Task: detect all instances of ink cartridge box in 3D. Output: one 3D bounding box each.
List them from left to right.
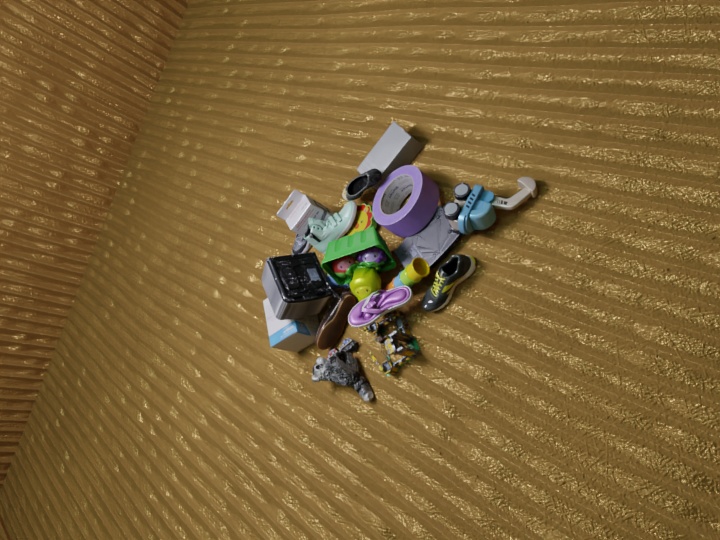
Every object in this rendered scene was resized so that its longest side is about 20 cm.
[{"bbox_3d":[-0.231,0.151,1.854,0.125,0.128,0.202,-31,58,27],"label":"ink cartridge box"},{"bbox_3d":[-0.167,-0.170,1.850,0.116,0.199,0.068,-51,40,15],"label":"ink cartridge box"}]

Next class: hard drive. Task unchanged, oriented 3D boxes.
[{"bbox_3d":[0.202,-0.078,1.622,0.200,0.042,0.135,-47,52,19],"label":"hard drive"}]

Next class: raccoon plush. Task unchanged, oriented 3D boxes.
[{"bbox_3d":[-0.066,0.339,1.673,0.134,0.096,0.201,-46,61,30],"label":"raccoon plush"}]

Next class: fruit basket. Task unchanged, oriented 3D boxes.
[{"bbox_3d":[0.000,0.000,1.642,0.214,0.156,0.218,-15,54,21],"label":"fruit basket"}]

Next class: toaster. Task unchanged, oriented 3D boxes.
[{"bbox_3d":[-0.196,0.052,1.751,0.201,0.179,0.119,62,144,27],"label":"toaster"}]

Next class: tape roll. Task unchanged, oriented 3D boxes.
[{"bbox_3d":[0.135,-0.208,1.665,0.199,0.085,0.202,-28,47,35],"label":"tape roll"}]

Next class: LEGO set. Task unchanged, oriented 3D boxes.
[{"bbox_3d":[0.075,0.195,1.591,0.153,0.115,0.202,-28,59,30],"label":"LEGO set"}]

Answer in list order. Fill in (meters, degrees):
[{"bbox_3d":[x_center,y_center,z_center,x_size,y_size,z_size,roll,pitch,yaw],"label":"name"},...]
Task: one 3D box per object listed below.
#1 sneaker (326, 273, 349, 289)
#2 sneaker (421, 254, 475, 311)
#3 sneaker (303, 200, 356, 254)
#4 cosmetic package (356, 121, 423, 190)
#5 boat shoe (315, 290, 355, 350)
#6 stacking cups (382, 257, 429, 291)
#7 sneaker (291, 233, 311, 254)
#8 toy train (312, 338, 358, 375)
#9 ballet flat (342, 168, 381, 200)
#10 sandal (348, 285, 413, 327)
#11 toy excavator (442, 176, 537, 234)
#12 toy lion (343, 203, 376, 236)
[{"bbox_3d":[-0.034,0.027,1.756,0.199,0.076,0.078,-22,59,29],"label":"sneaker"},{"bbox_3d":[0.229,0.027,1.538,0.201,0.084,0.075,-52,50,14],"label":"sneaker"},{"bbox_3d":[-0.101,-0.159,1.800,0.201,0.118,0.074,-55,31,7],"label":"sneaker"},{"bbox_3d":[0.094,-0.361,1.778,0.200,0.090,0.107,-47,53,15],"label":"cosmetic package"},{"bbox_3d":[-0.084,0.157,1.773,0.201,0.070,0.070,-57,34,-1],"label":"boat shoe"},{"bbox_3d":[0.124,0.036,1.602,0.200,0.060,0.061,-47,47,50],"label":"stacking cups"},{"bbox_3d":[-0.210,-0.150,1.943,0.075,0.113,0.201,37,101,41],"label":"sneaker"},{"bbox_3d":[-0.082,0.272,1.756,0.200,0.034,0.046,-39,44,25],"label":"toy train"},{"bbox_3d":[-0.006,-0.275,1.753,0.199,0.056,0.067,-26,72,53],"label":"ballet flat"},{"bbox_3d":[0.049,0.090,1.564,0.201,0.050,0.083,-27,52,6],"label":"sandal"},{"bbox_3d":[0.350,-0.175,1.488,0.199,0.100,0.196,21,72,32],"label":"toy excavator"},{"bbox_3d":[-0.019,-0.114,1.814,0.199,0.068,0.193,-38,48,25],"label":"toy lion"}]
